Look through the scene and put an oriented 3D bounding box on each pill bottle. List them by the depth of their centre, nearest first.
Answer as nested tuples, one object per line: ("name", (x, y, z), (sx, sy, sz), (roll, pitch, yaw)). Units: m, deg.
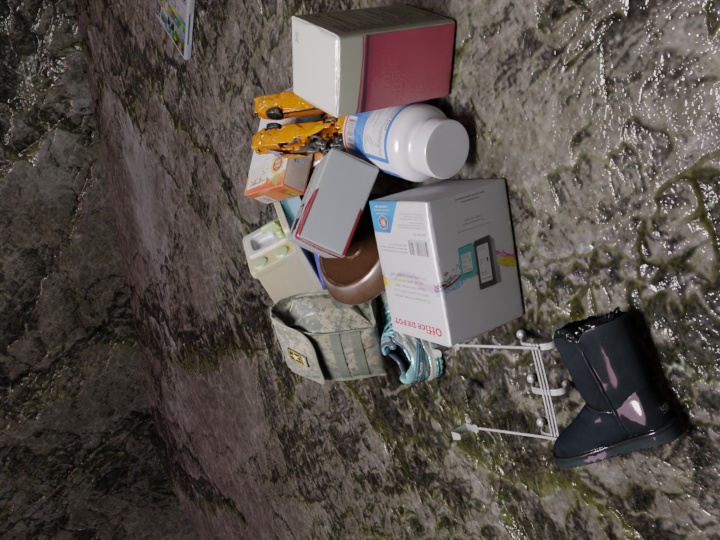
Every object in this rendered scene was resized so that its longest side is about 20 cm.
("pill bottle", (0.068, -0.194, 1.115), (0.199, 0.111, 0.114), (28, 129, 51))

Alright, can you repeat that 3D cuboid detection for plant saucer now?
("plant saucer", (-0.005, -0.042, 1.292), (0.198, 0.034, 0.204), (-18, 62, 37))
("plant saucer", (-0.134, -0.147, 1.439), (0.201, 0.019, 0.070), (64, 144, 38))

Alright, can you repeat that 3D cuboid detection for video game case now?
("video game case", (-0.467, -0.666, 1.884), (0.201, 0.022, 0.183), (55, 147, 27))

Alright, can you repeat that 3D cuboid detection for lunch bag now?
("lunch bag", (-0.059, 0.122, 1.364), (0.165, 0.196, 0.119), (77, -173, -49))

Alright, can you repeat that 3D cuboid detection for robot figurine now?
("robot figurine", (-0.090, -0.259, 1.300), (0.058, 0.196, 0.148), (47, -138, -70))

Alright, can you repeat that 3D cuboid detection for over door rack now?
("over door rack", (0.213, 0.167, 1.090), (0.198, 0.066, 0.150), (-8, 99, 40))

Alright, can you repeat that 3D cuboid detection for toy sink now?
("toy sink", (-0.162, -0.024, 1.509), (0.201, 0.111, 0.131), (63, -179, -41))

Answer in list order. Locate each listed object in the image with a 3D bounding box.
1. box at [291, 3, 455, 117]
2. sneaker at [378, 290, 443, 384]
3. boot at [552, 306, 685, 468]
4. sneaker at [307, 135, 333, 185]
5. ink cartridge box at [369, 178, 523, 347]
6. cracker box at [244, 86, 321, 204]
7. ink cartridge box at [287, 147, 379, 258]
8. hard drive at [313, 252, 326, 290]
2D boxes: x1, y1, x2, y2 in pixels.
("box", (0.017, -0.299, 1.053), (0.128, 0.198, 0.110), (39, 137, 45))
("sneaker", (0.069, 0.102, 1.303), (0.202, 0.085, 0.078), (64, 150, 15))
("boot", (0.290, 0.149, 0.948), (0.200, 0.076, 0.170), (-37, 76, 53))
("sneaker", (-0.089, -0.199, 1.454), (0.200, 0.072, 0.078), (147, 127, -59))
("ink cartridge box", (0.124, -0.017, 1.080), (0.146, 0.144, 0.203), (10, 114, 57))
("cracker box", (-0.142, -0.235, 1.401), (0.133, 0.057, 0.203), (-6, 70, 51))
("ink cartridge box", (-0.050, -0.101, 1.206), (0.200, 0.082, 0.148), (-177, 108, -80))
("hard drive", (-0.073, -0.026, 1.465), (0.132, 0.025, 0.203), (70, -174, -83))
